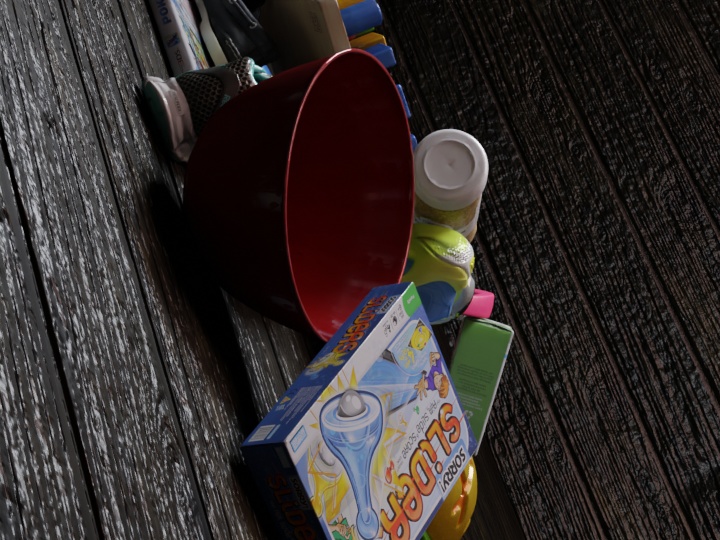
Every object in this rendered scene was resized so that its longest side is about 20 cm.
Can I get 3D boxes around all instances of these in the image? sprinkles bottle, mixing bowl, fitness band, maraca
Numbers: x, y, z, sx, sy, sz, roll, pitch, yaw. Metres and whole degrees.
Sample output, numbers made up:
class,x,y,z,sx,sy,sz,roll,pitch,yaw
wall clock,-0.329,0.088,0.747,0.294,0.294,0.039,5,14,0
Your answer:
class,x,y,z,sx,sy,sz,roll,pitch,yaw
sprinkles bottle,0.079,-0.068,1.427,0.200,0.068,0.068,83,-14,-77
mixing bowl,-0.051,-0.049,1.050,0.200,0.108,0.201,3,90,-65
fitness band,0.056,0.021,1.754,0.144,0.200,0.038,14,89,-53
maraca,0.031,0.156,1.191,0.200,0.107,0.137,55,11,-65

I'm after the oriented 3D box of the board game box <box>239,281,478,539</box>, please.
class,x,y,z,sx,sy,sz,roll,pitch,yaw
board game box,0.006,0.113,0.993,0.200,0.034,0.136,-50,123,-52

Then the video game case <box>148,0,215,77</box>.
class,x,y,z,sx,sy,sz,roll,pitch,yaw
video game case,-0.141,-0.181,1.373,0.200,0.022,0.183,59,10,-64

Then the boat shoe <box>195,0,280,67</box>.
class,x,y,z,sx,sy,sz,roll,pitch,yaw
boat shoe,-0.115,-0.242,1.411,0.200,0.066,0.075,-108,172,-51

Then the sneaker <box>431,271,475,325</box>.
class,x,y,z,sx,sy,sz,roll,pitch,yaw
sneaker,0.018,0.007,1.487,0.076,0.200,0.076,12,88,-55

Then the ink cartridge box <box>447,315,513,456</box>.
class,x,y,z,sx,sy,sz,roll,pitch,yaw
ink cartridge box,0.117,0.153,1.750,0.104,0.059,0.200,-3,110,-86

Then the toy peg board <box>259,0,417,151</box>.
class,x,y,z,sx,sy,sz,roll,pitch,yaw
toy peg board,-0.005,-0.186,1.442,0.199,0.098,0.200,35,-33,62

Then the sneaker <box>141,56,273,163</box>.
class,x,y,z,sx,sy,sz,roll,pitch,yaw
sneaker,-0.094,-0.114,1.168,0.200,0.091,0.078,17,51,-84

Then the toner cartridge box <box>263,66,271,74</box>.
class,x,y,z,sx,sy,sz,roll,pitch,yaw
toner cartridge box,-0.092,-0.133,1.548,0.200,0.043,0.095,-108,172,-45

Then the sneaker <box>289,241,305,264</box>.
class,x,y,z,sx,sy,sz,roll,pitch,yaw
sneaker,-0.063,-0.022,1.219,0.081,0.074,0.200,65,3,8

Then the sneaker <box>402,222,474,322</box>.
class,x,y,z,sx,sy,sz,roll,pitch,yaw
sneaker,0.000,0.000,1.407,0.076,0.200,0.105,-59,161,-55
